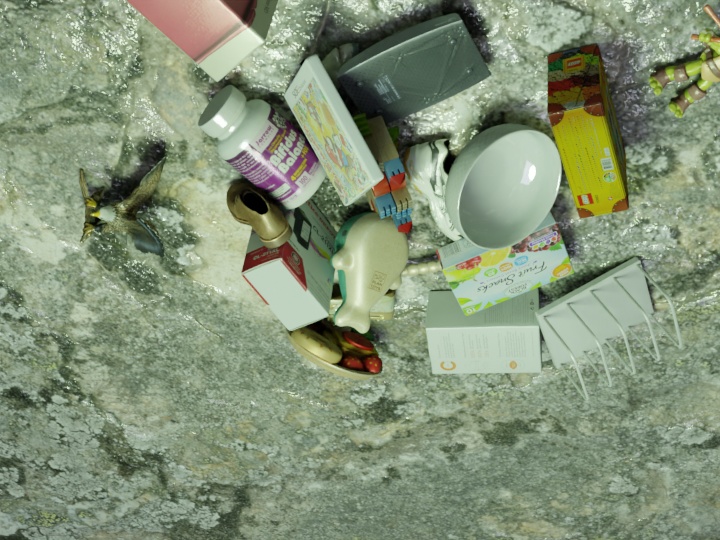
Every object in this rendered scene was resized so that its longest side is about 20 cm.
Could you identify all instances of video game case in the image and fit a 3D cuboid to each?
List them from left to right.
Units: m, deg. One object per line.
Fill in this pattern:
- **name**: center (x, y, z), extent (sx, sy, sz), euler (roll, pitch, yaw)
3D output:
- **video game case**: center (-0.043, -0.201, 1.584), extent (0.201, 0.023, 0.182), euler (61, 164, 0)

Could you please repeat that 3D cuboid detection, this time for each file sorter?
- **file sorter**: center (0.426, 0.104, 1.811), extent (0.199, 0.125, 0.139), euler (-29, 129, -3)

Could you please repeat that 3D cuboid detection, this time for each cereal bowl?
- **cereal bowl**: center (0.211, -0.138, 1.662), extent (0.199, 0.083, 0.201), euler (-15, 123, -25)

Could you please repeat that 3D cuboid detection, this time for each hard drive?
- **hard drive**: center (0.077, -0.295, 1.569), extent (0.199, 0.042, 0.135), euler (-22, 141, 17)

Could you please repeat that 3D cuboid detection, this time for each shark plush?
- **shark plush**: center (-0.020, -0.250, 1.643), extent (0.083, 0.091, 0.201), euler (-25, 125, -10)

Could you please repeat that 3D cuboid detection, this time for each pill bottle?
- **pill bottle**: center (-0.154, -0.196, 1.683), extent (0.200, 0.113, 0.112), euler (39, 128, -26)

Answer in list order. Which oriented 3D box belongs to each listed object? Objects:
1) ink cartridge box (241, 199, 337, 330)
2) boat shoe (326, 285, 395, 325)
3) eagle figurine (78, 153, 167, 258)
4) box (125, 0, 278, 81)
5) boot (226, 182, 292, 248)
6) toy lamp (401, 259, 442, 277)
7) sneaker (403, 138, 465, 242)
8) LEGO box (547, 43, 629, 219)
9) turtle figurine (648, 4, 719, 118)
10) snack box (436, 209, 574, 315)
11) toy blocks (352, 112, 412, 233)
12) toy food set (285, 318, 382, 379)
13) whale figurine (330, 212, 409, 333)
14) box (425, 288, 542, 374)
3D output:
- **ink cartridge box**: center (-0.112, -0.027, 1.778), extent (0.083, 0.200, 0.146), euler (-21, 127, 24)
- **boat shoe**: center (-0.035, 0.067, 1.934), extent (0.199, 0.074, 0.067), euler (-2, 113, 11)
- **eagle figurine**: center (-0.385, -0.098, 1.789), extent (0.199, 0.151, 0.152), euler (-8, 122, 26)
- **box**: center (-0.227, -0.389, 1.499), extent (0.109, 0.128, 0.200), euler (-32, 122, 32)
- **boot**: center (-0.174, -0.112, 1.731), extent (0.074, 0.200, 0.076), euler (-37, 126, -8)
- **toy lamp**: center (0.104, -0.005, 1.863), extent (0.199, 0.058, 0.058), euler (-8, 132, 18)
- **sneaker**: center (0.151, -0.126, 1.724), extent (0.087, 0.076, 0.200), euler (-20, 128, 27)
- **LEGO box**: center (0.334, -0.202, 1.568), extent (0.077, 0.149, 0.200), euler (-10, 130, 19)
- **turtle figurine**: center (0.493, -0.293, 1.513), extent (0.200, 0.065, 0.161), euler (32, 138, -31)
- **snack box**: center (0.242, -0.015, 1.783), extent (0.199, 0.053, 0.142), euler (-22, 140, 9)
- **toy blocks**: center (0.036, -0.137, 1.636), extent (0.100, 0.137, 0.200), euler (-20, 159, -4)
- **toy food set**: center (-0.048, 0.132, 1.938), extent (0.199, 0.198, 0.049), euler (20, 105, -21)
- **whale figurine**: center (0.000, 0.000, 1.805), extent (0.159, 0.201, 0.104), euler (18, 178, -42)
- **box**: center (0.223, 0.110, 1.923), extent (0.199, 0.098, 0.125), euler (-2, 134, 11)
